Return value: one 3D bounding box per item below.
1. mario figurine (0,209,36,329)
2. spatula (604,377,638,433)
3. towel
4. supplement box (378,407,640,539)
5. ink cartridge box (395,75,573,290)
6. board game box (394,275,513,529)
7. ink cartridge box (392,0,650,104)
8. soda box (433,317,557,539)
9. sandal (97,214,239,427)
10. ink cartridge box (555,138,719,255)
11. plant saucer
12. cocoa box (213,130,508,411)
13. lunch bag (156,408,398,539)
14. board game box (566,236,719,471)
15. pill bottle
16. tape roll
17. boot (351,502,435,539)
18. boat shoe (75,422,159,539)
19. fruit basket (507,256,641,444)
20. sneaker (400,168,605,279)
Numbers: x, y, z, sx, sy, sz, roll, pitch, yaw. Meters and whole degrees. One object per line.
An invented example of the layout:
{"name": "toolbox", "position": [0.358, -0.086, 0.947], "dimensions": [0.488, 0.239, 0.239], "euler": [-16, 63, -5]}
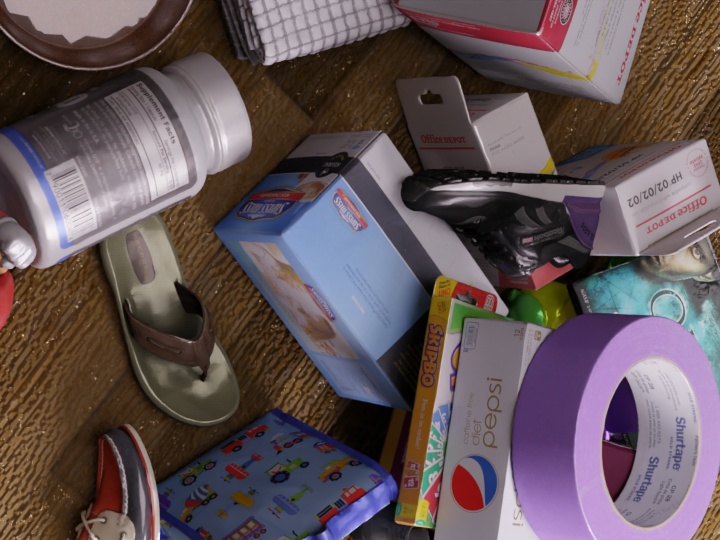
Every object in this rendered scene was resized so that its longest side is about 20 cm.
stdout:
{"name": "mario figurine", "position": [-0.325, -0.036, 1.488], "dimensions": [0.106, 0.123, 0.201], "euler": [-27, 101, -37]}
{"name": "spatula", "position": [0.187, 0.116, 1.728], "dimensions": [0.020, 0.199, 0.057], "euler": [-16, 96, -39]}
{"name": "towel", "position": [-0.053, -0.282, 1.640], "dimensions": [0.165, 0.085, 0.201], "euler": [-22, 102, -27]}
{"name": "supplement box", "position": [0.131, 0.176, 1.683], "dimensions": [0.131, 0.199, 0.104], "euler": [21, 83, -44]}
{"name": "ink cartridge box", "position": [0.113, -0.089, 1.719], "dimensions": [0.067, 0.116, 0.201], "euler": [-29, 107, -24]}
{"name": "board game box", "position": [0.078, 0.111, 1.591], "dimensions": [0.095, 0.030, 0.202], "euler": [19, 76, -52]}
{"name": "ink cartridge box", "position": [0.148, -0.247, 1.670], "dimensions": [0.200, 0.144, 0.146], "euler": [27, 79, -60]}
{"name": "soda box", "position": [0.112, 0.141, 1.564], "dimensions": [0.068, 0.063, 0.202], "euler": [14, 83, -52]}
{"name": "sandal", "position": [-0.159, 0.041, 1.614], "dimensions": [0.080, 0.057, 0.202], "euler": [-30, 107, -23]}
{"name": "ink cartridge box", "position": [0.239, -0.065, 1.736], "dimensions": [0.115, 0.200, 0.068], "euler": [-28, 106, -29]}
{"name": "plant saucer", "position": [-0.224, -0.261, 1.573], "dimensions": [0.199, 0.034, 0.202], "euler": [-2, 95, -26]}
{"name": "cocoa box", "position": [0.000, 0.000, 1.653], "dimensions": [0.131, 0.133, 0.200], "euler": [-45, 113, -20]}
{"name": "lunch bag", "position": [-0.068, 0.198, 1.591], "dimensions": [0.150, 0.200, 0.095], "euler": [-32, 107, -22]}
{"name": "board game box", "position": [0.279, 0.083, 1.727], "dimensions": [0.134, 0.028, 0.201], "euler": [-20, 86, -8]}
{"name": "pill bottle", "position": [-0.193, -0.093, 1.556], "dimensions": [0.199, 0.114, 0.114], "euler": [-28, 105, -24]}
{"name": "tape roll", "position": [0.208, 0.135, 1.567], "dimensions": [0.199, 0.065, 0.202], "euler": [-1, 91, -46]}
{"name": "boot", "position": [0.095, 0.258, 1.722], "dimensions": [0.199, 0.130, 0.068], "euler": [23, 83, -27]}
{"name": "boat shoe", "position": [-0.202, 0.227, 1.599], "dimensions": [0.062, 0.071, 0.202], "euler": [-5, 100, -25]}
{"name": "fruit basket", "position": [0.234, 0.074, 1.789], "dimensions": [0.215, 0.155, 0.217], "euler": [-13, 110, -42]}
{"name": "sneaker", "position": [0.120, -0.036, 1.615], "dimensions": [0.199, 0.076, 0.088], "euler": [2, 97, -33]}
